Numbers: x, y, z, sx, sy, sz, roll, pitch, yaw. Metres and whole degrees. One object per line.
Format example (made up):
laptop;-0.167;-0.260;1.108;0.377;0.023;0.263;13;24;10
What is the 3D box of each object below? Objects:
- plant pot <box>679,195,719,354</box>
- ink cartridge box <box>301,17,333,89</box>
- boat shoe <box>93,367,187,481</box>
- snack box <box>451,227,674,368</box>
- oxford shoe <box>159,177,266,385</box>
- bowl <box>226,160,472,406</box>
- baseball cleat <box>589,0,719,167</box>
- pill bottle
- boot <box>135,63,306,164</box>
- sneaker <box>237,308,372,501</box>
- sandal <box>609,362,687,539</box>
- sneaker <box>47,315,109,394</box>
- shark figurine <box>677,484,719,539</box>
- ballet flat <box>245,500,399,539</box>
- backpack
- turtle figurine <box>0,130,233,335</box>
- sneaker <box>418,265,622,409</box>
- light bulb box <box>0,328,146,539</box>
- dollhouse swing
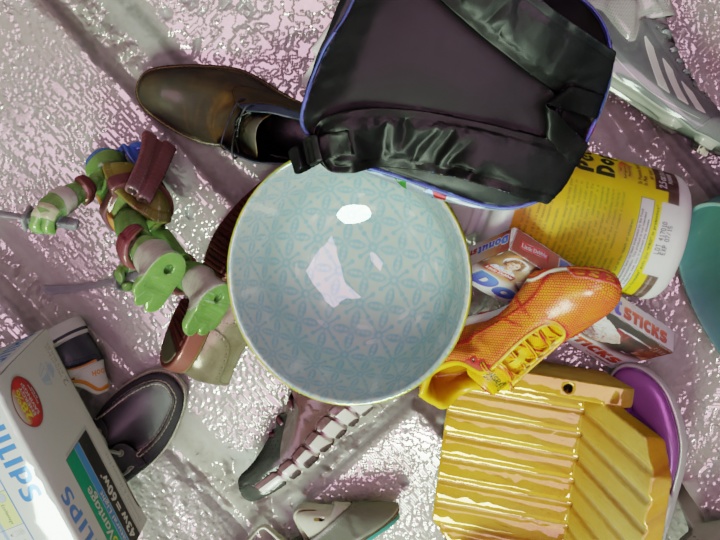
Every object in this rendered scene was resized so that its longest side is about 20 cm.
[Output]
plant pot;0.387;-0.001;0.793;0.160;0.200;0.202;-28;96;-10
ink cartridge box;0.054;-0.196;0.801;0.128;0.125;0.201;37;95;-4
boat shoe;-0.234;0.173;0.879;0.200;0.063;0.073;-45;96;6
snack box;0.174;0.027;0.819;0.199;0.072;0.025;29;60;-26
oxford shoe;-0.103;0.009;0.868;0.074;0.070;0.201;28;96;-30
bowl;0.000;0.000;0.799;0.197;0.108;0.203;2;97;13
baseball cleat;0.260;-0.178;0.829;0.198;0.070;0.107;30;97;-4
pill bottle;0.169;-0.050;0.825;0.197;0.109;0.111;14;97;-1
boot;-0.103;-0.134;0.824;0.197;0.097;0.076;16;97;-2
sneaker;-0.055;0.104;0.872;0.200;0.076;0.116;-40;90;-5
sandal;0.243;0.186;0.861;0.082;0.050;0.206;8;105;39
sneaker;-0.319;0.125;0.867;0.199;0.078;0.080;-31;90;3
shark figurine;0.350;0.272;0.892;0.212;0.129;0.090;9;123;-18
ballet flat;-0.059;0.251;0.887;0.199;0.067;0.064;-34;88;4
backpack;0.071;-0.133;0.671;0.189;0.154;0.202;26;107;2
turtle figurine;-0.211;-0.009;0.809;0.199;0.194;0.145;-30;138;-25
sneaker;0.128;0.059;0.780;0.073;0.078;0.199;31;134;-28
light bulb box;-0.312;0.185;0.781;0.198;0.125;0.200;-22;104;7
dollhouse swing;0.147;0.192;0.808;0.179;0.176;0.203;8;98;10
